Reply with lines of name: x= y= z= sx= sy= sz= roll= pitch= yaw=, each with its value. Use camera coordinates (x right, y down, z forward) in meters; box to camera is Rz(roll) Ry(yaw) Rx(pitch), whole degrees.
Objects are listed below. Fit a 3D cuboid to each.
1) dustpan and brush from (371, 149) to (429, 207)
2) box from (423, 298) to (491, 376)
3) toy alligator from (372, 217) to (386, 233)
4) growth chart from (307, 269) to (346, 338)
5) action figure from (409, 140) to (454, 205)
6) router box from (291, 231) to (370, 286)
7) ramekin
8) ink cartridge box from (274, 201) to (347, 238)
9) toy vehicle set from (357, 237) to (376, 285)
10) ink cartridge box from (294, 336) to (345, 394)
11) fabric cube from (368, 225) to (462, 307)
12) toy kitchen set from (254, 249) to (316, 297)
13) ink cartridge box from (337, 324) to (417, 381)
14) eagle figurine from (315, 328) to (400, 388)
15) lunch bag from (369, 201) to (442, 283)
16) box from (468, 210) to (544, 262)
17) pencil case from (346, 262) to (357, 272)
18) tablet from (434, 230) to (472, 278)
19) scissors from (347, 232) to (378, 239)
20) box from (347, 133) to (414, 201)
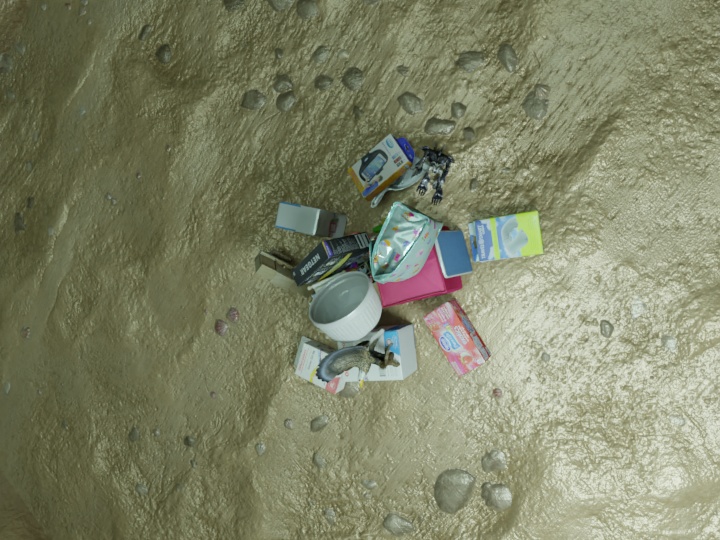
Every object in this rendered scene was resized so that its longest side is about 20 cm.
dustpan and brush: x=0.098 y=-0.274 z=1.625 sx=0.140 sy=0.057 sz=0.200 roll=39 pitch=107 yaw=18
box: x=0.280 y=0.192 z=1.544 sx=0.095 sy=0.100 sz=0.200 roll=-35 pitch=79 yaw=21
toy alligator: x=0.133 y=-0.145 z=1.623 sx=0.200 sy=0.059 sz=0.054 roll=-5 pitch=50 yaw=24
growth chart: x=-0.081 y=0.107 z=1.597 sx=0.144 sy=0.018 sz=0.200 roll=-19 pitch=116 yaw=1
action figure: x=0.204 y=-0.285 z=1.544 sx=0.119 sy=0.200 sz=0.102 roll=25 pitch=140 yaw=-12
router box: x=-0.082 y=-0.031 z=1.495 sx=0.200 sy=0.157 sz=0.052 roll=-38 pitch=73 yaw=49
ramekin: x=-0.035 y=0.108 z=1.490 sx=0.200 sy=0.200 sz=0.105 roll=-20 pitch=125 yaw=24
ink cartridge box: x=-0.150 y=-0.155 z=1.668 sx=0.144 sy=0.200 sz=0.085 roll=14 pitch=94 yaw=22
toy vehicle set: x=0.000 y=0.000 z=1.693 sx=0.200 sy=0.027 sz=0.124 roll=-33 pitch=84 yaw=22
ink cartridge box: x=-0.139 y=0.307 z=1.753 sx=0.200 sy=0.067 sz=0.117 roll=21 pitch=101 yaw=22
fabric cube: x=0.161 y=-0.014 z=1.534 sx=0.196 sy=0.199 sz=0.200 roll=-15 pitch=86 yaw=23
toy kitchen set: x=-0.214 y=-0.055 z=1.725 sx=0.181 sy=0.200 sz=0.163 roll=-49 pitch=32 yaw=21
ink cartridge box: x=0.052 y=0.249 z=1.623 sx=0.200 sy=0.145 sz=0.148 roll=-6 pitch=91 yaw=24
eagle figurine: x=-0.010 y=0.249 z=1.476 sx=0.200 sy=0.151 sz=0.152 roll=1 pitch=134 yaw=23
lunch bag: x=0.107 y=-0.060 z=1.355 sx=0.122 sy=0.170 sz=0.200 roll=31 pitch=102 yaw=19
box: x=0.406 y=-0.094 z=1.504 sx=0.200 sy=0.048 sz=0.122 roll=-8 pitch=89 yaw=23
pencil case: x=-0.048 y=0.062 z=1.658 sx=0.088 sy=0.088 sz=0.201 roll=2 pitch=101 yaw=24
tablet: x=0.259 y=-0.049 z=1.488 sx=0.014 sy=0.200 sz=0.130 roll=-17 pitch=85 yaw=33
scissors: x=0.037 y=-0.106 z=1.685 sx=0.200 sy=0.014 sz=0.073 roll=-20 pitch=83 yaw=25
box: x=0.066 y=-0.317 z=1.606 sx=0.200 sy=0.041 sz=0.119 roll=-39 pitch=64 yaw=20
